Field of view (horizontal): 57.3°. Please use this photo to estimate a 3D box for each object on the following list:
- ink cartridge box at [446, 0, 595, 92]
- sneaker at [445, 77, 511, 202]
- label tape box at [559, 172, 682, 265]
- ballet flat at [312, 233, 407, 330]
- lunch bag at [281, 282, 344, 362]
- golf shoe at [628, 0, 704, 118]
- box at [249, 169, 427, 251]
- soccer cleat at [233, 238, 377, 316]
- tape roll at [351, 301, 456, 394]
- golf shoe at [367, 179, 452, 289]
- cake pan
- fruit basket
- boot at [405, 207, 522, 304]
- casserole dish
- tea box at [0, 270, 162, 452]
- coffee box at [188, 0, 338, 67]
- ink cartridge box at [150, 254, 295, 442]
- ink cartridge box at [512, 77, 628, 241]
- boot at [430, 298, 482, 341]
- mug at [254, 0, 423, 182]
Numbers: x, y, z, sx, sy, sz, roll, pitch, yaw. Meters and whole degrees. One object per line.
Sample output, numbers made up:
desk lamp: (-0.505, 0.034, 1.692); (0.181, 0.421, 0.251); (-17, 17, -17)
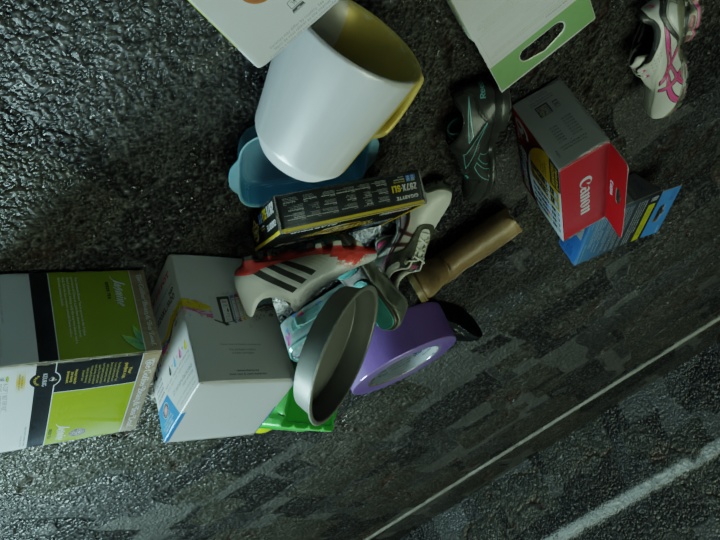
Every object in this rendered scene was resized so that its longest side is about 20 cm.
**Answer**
ink cartridge box: (0.176, -0.315, 0.742); (0.144, 0.049, 0.199); (-36, 147, 14)
sneaker: (0.152, -0.177, 0.915); (0.077, 0.077, 0.203); (-7, 138, -7)
label tape box: (0.491, -0.106, 1.258); (0.195, 0.064, 0.146); (-21, 147, -11)
ballet flat: (0.000, 0.000, 0.989); (0.067, 0.202, 0.064); (-28, -166, 42)
lunch bag: (-0.037, 0.099, 1.143); (0.197, 0.078, 0.160); (-34, 148, 11)
golf shoe: (0.414, -0.297, 0.929); (0.090, 0.074, 0.202); (-19, 138, 0)
box: (-0.035, -0.075, 0.854); (0.195, 0.051, 0.159); (-13, 180, -21)
soccer cleat: (-0.071, 0.009, 0.881); (0.194, 0.088, 0.069); (-10, -173, -11)
tape roll: (0.061, 0.133, 1.106); (0.195, 0.067, 0.201); (-24, 161, -9)
golf shoe: (0.085, -0.048, 1.017); (0.076, 0.089, 0.201); (7, 133, -40)
cake pan: (-0.034, 0.110, 0.905); (0.202, 0.036, 0.203); (-57, 159, -35)
fruit basket: (-0.160, 0.233, 1.219); (0.209, 0.160, 0.216); (14, 173, 2)
boot: (0.173, -0.032, 1.095); (0.197, 0.067, 0.175); (-34, 180, 13)
casserole dish: (-0.072, -0.142, 0.812); (0.194, 0.039, 0.123); (-13, 146, -20)
tea box: (-0.381, 0.117, 0.857); (0.192, 0.136, 0.202); (-1, 140, -34)
coffee box: (-0.078, -0.307, 0.418); (0.198, 0.203, 0.197); (-35, 147, 14)
ink cartridge box: (-0.202, 0.104, 0.910); (0.141, 0.203, 0.148); (5, 138, -37)
ink cartridge box: (0.306, -0.141, 0.964); (0.082, 0.178, 0.201); (-28, 148, 4)
boot: (0.136, 0.141, 1.338); (0.195, 0.074, 0.163); (20, 123, -41)
mug: (-0.021, -0.171, 0.684); (0.182, 0.152, 0.154); (20, 128, -24)
